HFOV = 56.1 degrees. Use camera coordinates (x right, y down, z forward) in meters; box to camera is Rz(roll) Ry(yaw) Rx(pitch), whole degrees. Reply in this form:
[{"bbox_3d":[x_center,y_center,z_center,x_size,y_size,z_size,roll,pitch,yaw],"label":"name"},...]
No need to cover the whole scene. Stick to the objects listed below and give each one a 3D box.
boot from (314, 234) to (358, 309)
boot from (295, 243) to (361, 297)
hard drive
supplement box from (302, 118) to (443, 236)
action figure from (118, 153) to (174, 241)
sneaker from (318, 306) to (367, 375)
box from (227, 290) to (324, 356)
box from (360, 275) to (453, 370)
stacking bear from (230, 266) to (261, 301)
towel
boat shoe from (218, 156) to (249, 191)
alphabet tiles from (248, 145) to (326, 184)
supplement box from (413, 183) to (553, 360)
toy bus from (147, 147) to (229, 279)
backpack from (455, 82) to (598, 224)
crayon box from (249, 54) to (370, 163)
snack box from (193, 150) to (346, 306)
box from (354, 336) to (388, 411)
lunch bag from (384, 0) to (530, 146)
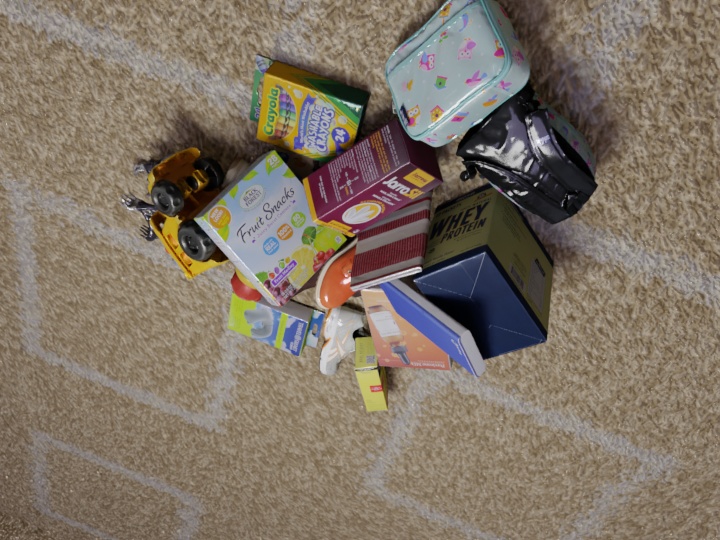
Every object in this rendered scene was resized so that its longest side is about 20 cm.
[{"bbox_3d":[0.000,0.000,1.198,0.200,0.107,0.075,-49,124,4],"label":"boot"},{"bbox_3d":[-0.086,0.009,1.259,0.072,0.166,0.201,23,148,53],"label":"boot"},{"bbox_3d":[0.113,0.083,1.106,0.200,0.025,0.132,38,167,39],"label":"hard drive"},{"bbox_3d":[0.019,-0.146,1.104,0.199,0.086,0.110,-29,154,29],"label":"supplement box"},{"bbox_3d":[-0.398,-0.148,1.283,0.101,0.120,0.201,18,138,-2],"label":"action figure"},{"bbox_3d":[-0.035,0.158,1.438,0.091,0.076,0.201,13,133,4],"label":"sneaker"},{"bbox_3d":[-0.185,0.110,1.468,0.198,0.048,0.123,21,133,4],"label":"box"},{"bbox_3d":[0.100,0.082,1.298,0.151,0.107,0.201,0,129,19],"label":"box"},{"bbox_3d":[-0.197,-0.013,1.332,0.121,0.114,0.200,30,137,-7],"label":"stacking bear"},{"bbox_3d":[0.055,-0.061,1.133,0.143,0.201,0.023,-18,134,32],"label":"towel"},{"bbox_3d":[-0.243,-0.119,1.277,0.064,0.072,0.201,29,131,-5],"label":"boat shoe"},{"bbox_3d":[-0.109,-0.141,1.218,0.198,0.008,0.168,13,134,-12],"label":"alphabet tiles"},{"bbox_3d":[0.212,0.000,1.124,0.133,0.201,0.200,-22,119,33],"label":"supplement box"},{"bbox_3d":[-0.309,-0.089,1.213,0.191,0.136,0.201,-27,101,46],"label":"toy bus"},{"bbox_3d":[0.264,-0.172,1.010,0.199,0.127,0.167,37,133,-9],"label":"backpack"},{"bbox_3d":[-0.095,-0.259,1.119,0.198,0.052,0.126,20,133,4],"label":"crayon box"},{"bbox_3d":[-0.148,-0.069,1.134,0.200,0.169,0.068,49,160,-18],"label":"snack box"},{"bbox_3d":[0.025,0.223,1.433,0.050,0.076,0.201,-4,142,6],"label":"box"},{"bbox_3d":[0.126,-0.284,0.956,0.199,0.077,0.162,-32,69,36],"label":"lunch bag"}]
